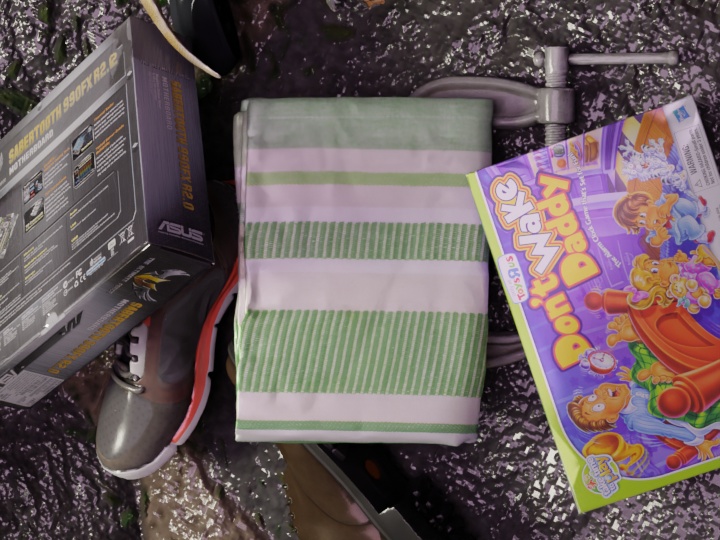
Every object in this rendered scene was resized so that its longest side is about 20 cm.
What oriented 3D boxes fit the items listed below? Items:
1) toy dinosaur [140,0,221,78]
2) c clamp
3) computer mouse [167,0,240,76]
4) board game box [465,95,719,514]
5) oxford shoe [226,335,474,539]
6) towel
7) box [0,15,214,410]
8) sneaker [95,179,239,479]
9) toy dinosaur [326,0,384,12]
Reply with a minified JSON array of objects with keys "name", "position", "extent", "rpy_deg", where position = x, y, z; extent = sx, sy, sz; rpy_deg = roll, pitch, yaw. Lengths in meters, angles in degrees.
[{"name":"toy dinosaur","position":[-0.140,-0.203,1.095],"extent":[0.058,0.101,0.201],"rpy_deg":[-17,104,-20]},{"name":"c clamp","position":[0.091,-0.036,1.121],"extent":[0.170,0.027,0.202],"rpy_deg":[8,97,19]},{"name":"computer mouse","position":[-0.115,-0.211,1.142],"extent":[0.034,0.059,0.201],"rpy_deg":[-14,107,8]},{"name":"board game box","position":[0.154,0.019,1.073],"extent":[0.134,0.045,0.201],"rpy_deg":[-19,91,6]},{"name":"oxford shoe","position":[-0.025,0.125,1.157],"extent":[0.084,0.073,0.200],"rpy_deg":[-45,77,27]},{"name":"towel","position":[0.000,0.000,1.108],"extent":[0.151,0.023,0.202],"rpy_deg":[1,87,1]},{"name":"box","position":[-0.169,-0.030,1.138],"extent":[0.200,0.048,0.159],"rpy_deg":[-36,50,37]},{"name":"sneaker","position":[-0.131,0.031,1.169],"extent":[0.077,0.082,0.201],"rpy_deg":[28,99,40]},{"name":"toy dinosaur","position":[-0.037,-0.240,1.127],"extent":[0.135,0.102,0.201],"rpy_deg":[-16,51,6]}]
